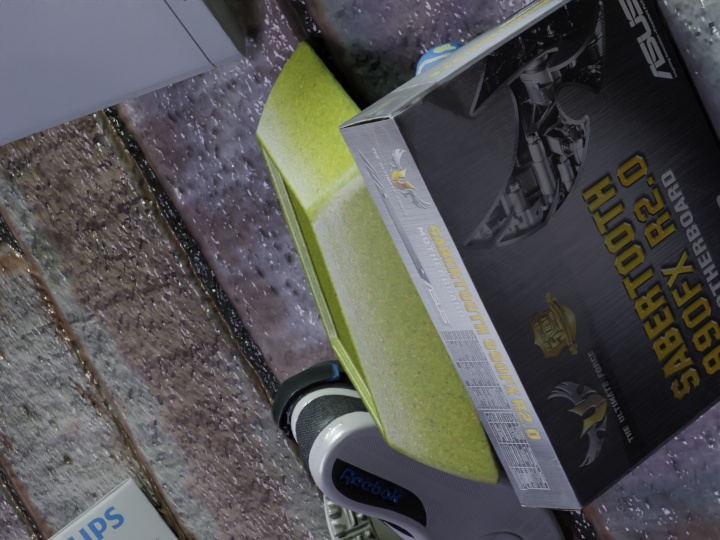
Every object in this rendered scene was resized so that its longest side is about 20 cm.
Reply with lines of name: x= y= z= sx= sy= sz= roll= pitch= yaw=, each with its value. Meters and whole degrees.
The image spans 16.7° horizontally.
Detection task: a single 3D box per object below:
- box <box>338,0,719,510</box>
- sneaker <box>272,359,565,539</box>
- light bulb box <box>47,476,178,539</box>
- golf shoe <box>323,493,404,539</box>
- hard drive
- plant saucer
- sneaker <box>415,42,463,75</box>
box: x=0.099 y=-0.017 z=1.117 sx=0.048 sy=0.158 sz=0.201 roll=-6 pitch=113 yaw=57
sneaker: x=0.034 y=0.111 z=1.403 sx=0.200 sy=0.073 sz=0.112 roll=37 pitch=-171 yaw=-36
light bulb box: x=-0.183 y=0.295 z=1.861 sx=0.200 sy=0.125 sz=0.198 roll=52 pitch=150 yaw=5
golf shoe: x=0.032 y=0.204 z=1.517 sx=0.201 sy=0.078 sz=0.097 roll=57 pitch=156 yaw=0
hard drive: x=-0.181 y=-0.132 z=1.369 sx=0.132 sy=0.199 sz=0.027 roll=53 pitch=-156 yaw=-50
plant saucer: x=0.000 y=0.000 z=1.301 sx=0.200 sy=0.048 sz=0.201 roll=-124 pitch=13 yaw=-65
sneaker: x=0.064 y=-0.031 z=1.259 sx=0.201 sy=0.075 sz=0.077 roll=86 pitch=164 yaw=-44
